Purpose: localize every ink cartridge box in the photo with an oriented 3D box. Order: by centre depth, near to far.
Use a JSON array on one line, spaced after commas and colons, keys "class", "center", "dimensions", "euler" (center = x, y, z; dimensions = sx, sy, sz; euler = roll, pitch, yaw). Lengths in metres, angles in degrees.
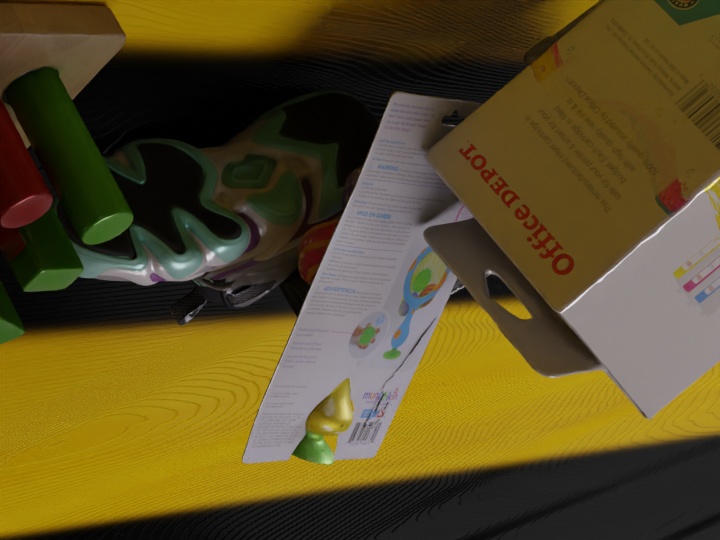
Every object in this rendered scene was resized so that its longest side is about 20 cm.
[{"class": "ink cartridge box", "center": [0.141, -0.038, 1.442], "dimensions": [0.200, 0.129, 0.125], "euler": [-40, 141, 3]}]

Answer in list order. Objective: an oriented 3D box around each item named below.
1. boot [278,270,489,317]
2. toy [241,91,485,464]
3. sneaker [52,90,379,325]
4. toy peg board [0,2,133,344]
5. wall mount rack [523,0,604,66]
[{"class": "boot", "center": [0.055, -0.022, 1.605], "dimensions": [0.200, 0.073, 0.182], "euler": [-34, -171, -5]}, {"class": "toy", "center": [0.000, 0.000, 1.480], "dimensions": [0.115, 0.047, 0.200], "euler": [3, 111, -54]}, {"class": "sneaker", "center": [-0.085, -0.011, 1.511], "dimensions": [0.200, 0.078, 0.140], "euler": [-16, 156, -32]}, {"class": "toy peg board", "center": [-0.211, -0.018, 1.285], "dimensions": [0.199, 0.098, 0.200], "euler": [-5, 148, -51]}, {"class": "wall mount rack", "center": [0.157, -0.110, 1.619], "dimensions": [0.174, 0.075, 0.200], "euler": [1, 152, -11]}]
